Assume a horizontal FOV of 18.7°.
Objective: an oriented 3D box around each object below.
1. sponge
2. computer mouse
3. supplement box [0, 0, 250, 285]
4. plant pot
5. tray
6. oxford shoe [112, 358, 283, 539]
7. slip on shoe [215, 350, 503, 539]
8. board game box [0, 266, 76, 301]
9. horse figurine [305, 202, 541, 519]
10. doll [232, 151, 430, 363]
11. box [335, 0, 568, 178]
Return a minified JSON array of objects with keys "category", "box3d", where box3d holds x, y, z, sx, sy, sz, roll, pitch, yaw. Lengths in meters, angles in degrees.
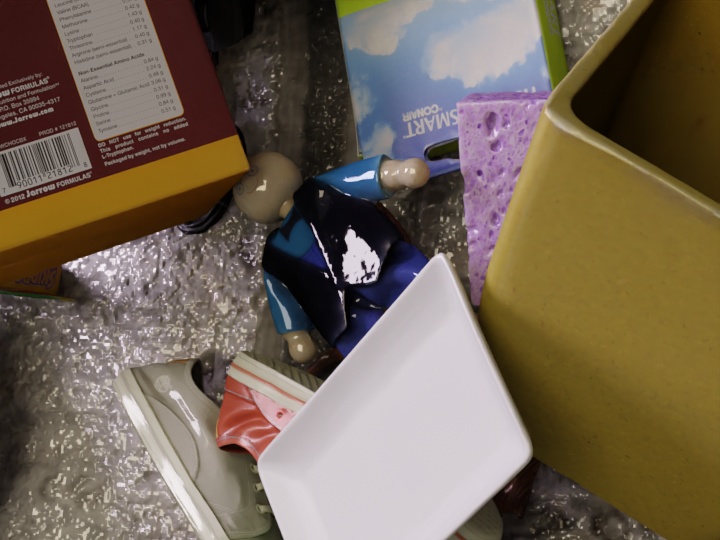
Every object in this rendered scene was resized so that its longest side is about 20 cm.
[{"category":"sponge","box3d":[0.152,-0.037,1.135,0.198,0.030,0.113,0,103,19]},{"category":"computer mouse","box3d":[-0.093,-0.122,1.289,0.058,0.034,0.202,-2,79,23]},{"category":"supplement box","box3d":[-0.194,-0.106,1.186,0.196,0.133,0.202,-19,86,-17]},{"category":"plant pot","box3d":[0.161,0.009,1.031,0.195,0.194,0.201,32,127,8]},{"category":"tray","box3d":[0.017,0.088,1.036,0.200,0.022,0.108,-50,56,45]},{"category":"oxford shoe","box3d":[-0.071,0.129,1.215,0.057,0.075,0.201,-28,69,-9]},{"category":"slip on shoe","box3d":[-0.004,0.105,1.138,0.199,0.074,0.062,27,96,40]},{"category":"board game box","box3d":[-0.273,-0.010,1.313,0.198,0.095,0.030,14,92,25]},{"category":"horse figurine","box3d":[0.035,0.056,1.189,0.199,0.050,0.133,33,99,30]},{"category":"doll","box3d":[0.000,0.000,1.160,0.200,0.048,0.137,44,116,35]},{"category":"box","box3d":[0.047,-0.148,1.223,0.121,0.048,0.202,-15,75,22]}]
